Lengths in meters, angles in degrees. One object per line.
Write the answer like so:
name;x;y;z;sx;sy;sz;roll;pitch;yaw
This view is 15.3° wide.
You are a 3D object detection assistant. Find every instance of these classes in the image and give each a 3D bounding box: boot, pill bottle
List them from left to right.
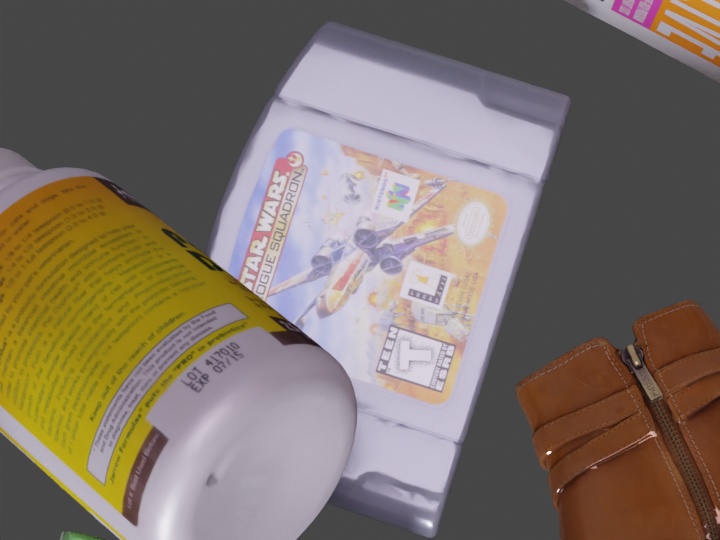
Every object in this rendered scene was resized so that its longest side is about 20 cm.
pill bottle;-0.102;0.032;1.089;0.200;0.109;0.109;37;83;32
boot;0.100;0.106;1.101;0.199;0.077;0.156;-27;65;-9

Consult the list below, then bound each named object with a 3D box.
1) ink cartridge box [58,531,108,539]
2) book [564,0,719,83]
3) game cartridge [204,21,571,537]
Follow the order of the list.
ink cartridge box;-0.078;0.223;1.099;0.145;0.084;0.201;16;82;2
book;0.151;-0.119;1.121;0.199;0.134;0.048;27;83;4
game cartridge;0.000;0.000;1.155;0.132;0.042;0.201;18;83;-2
